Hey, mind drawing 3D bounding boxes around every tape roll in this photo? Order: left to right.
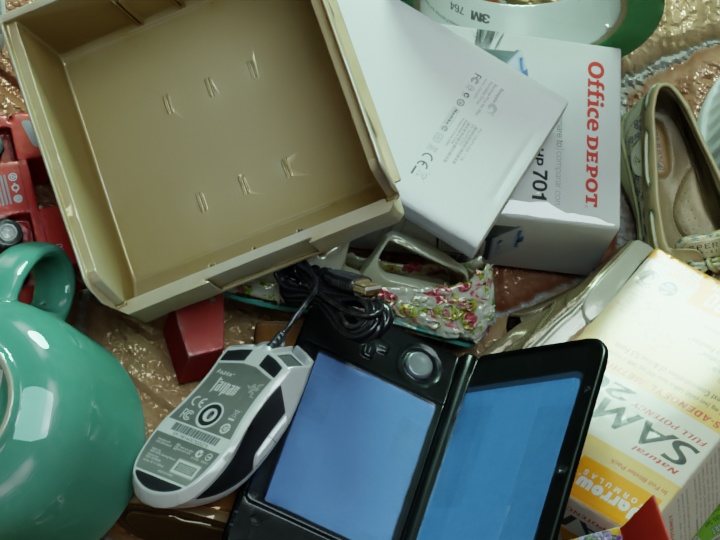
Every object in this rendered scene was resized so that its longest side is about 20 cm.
[{"bbox_3d":[0.111,-0.202,1.522,0.199,0.201,0.048,7,64,-9],"label":"tape roll"}]

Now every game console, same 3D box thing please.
[{"bbox_3d":[0.034,0.109,1.348,0.175,0.116,0.201,25,56,-7],"label":"game console"}]

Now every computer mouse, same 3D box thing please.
[{"bbox_3d":[-0.065,0.077,1.360,0.109,0.044,0.200,17,60,45],"label":"computer mouse"}]

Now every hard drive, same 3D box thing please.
[{"bbox_3d":[0.022,-0.112,1.468,0.199,0.026,0.132,31,65,6],"label":"hard drive"}]

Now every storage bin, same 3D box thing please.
[{"bbox_3d":[-0.096,-0.096,1.385,0.199,0.094,0.200,-21,77,7],"label":"storage bin"}]

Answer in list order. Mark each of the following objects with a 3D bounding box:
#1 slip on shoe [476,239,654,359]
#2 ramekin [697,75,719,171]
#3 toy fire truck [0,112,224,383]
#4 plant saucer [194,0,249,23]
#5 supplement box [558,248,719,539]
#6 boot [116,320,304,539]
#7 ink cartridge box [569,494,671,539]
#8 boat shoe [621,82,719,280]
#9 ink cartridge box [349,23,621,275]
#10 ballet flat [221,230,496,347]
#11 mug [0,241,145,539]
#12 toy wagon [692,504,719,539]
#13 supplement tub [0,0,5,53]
[{"bbox_3d":[0.127,0.045,1.493,0.060,0.076,0.200,33,67,21],"label":"slip on shoe"},{"bbox_3d":[0.349,-0.095,1.585,0.201,0.094,0.204,5,66,-10],"label":"ramekin"},{"bbox_3d":[-0.176,-0.018,1.463,0.140,0.049,0.201,-9,68,-16],"label":"toy fire truck"},{"bbox_3d":[-0.090,-0.231,1.530,0.037,0.199,0.201,48,55,-39],"label":"plant saucer"},{"bbox_3d":[0.190,0.095,1.433,0.126,0.074,0.200,28,60,28],"label":"supplement box"},{"bbox_3d":[-0.066,0.104,1.422,0.199,0.074,0.156,7,65,-21],"label":"boot"},{"bbox_3d":[0.146,0.221,1.341,0.050,0.200,0.110,-12,69,-17],"label":"ink cartridge box"},{"bbox_3d":[0.231,-0.034,1.550,0.073,0.063,0.201,-14,71,-18],"label":"boat shoe"},{"bbox_3d":[0.077,-0.088,1.528,0.198,0.086,0.147,6,65,-6],"label":"ink cartridge box"},{"bbox_3d":[0.000,0.000,1.477,0.199,0.064,0.076,11,20,-14],"label":"ballet flat"},{"bbox_3d":[-0.227,0.082,1.339,0.151,0.114,0.186,-31,64,9],"label":"mug"},{"bbox_3d":[0.257,0.162,1.482,0.155,0.040,0.201,-26,75,-21],"label":"toy wagon"},{"bbox_3d":[-0.344,-0.182,1.459,0.199,0.123,0.123,-14,70,-17],"label":"supplement tub"}]
